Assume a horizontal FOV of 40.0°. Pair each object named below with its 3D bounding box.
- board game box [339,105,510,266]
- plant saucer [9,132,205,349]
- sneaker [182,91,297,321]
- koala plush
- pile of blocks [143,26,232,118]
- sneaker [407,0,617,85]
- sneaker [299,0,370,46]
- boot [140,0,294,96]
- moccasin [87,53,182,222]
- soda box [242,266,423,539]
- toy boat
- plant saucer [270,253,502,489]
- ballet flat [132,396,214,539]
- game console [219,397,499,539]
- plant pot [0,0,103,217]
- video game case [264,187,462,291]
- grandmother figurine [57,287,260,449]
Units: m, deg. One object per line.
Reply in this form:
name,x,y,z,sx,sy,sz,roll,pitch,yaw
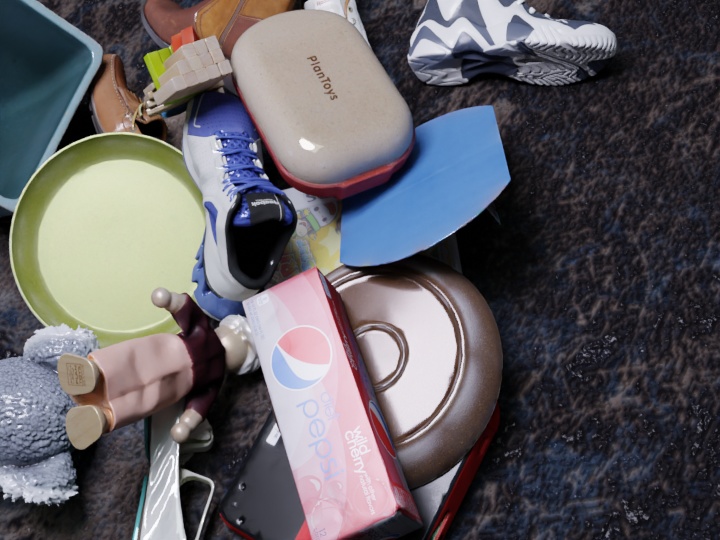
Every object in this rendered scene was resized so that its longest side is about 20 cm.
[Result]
board game box,0.058,-0.061,0.846,0.156,0.039,0.201,-27,30,17
plant saucer,-0.221,-0.025,0.915,0.196,0.031,0.204,0,85,-5
sneaker,-0.099,-0.065,0.863,0.079,0.115,0.203,2,76,-30
koala plush,-0.323,0.123,0.836,0.196,0.185,0.180,5,63,5
pile of blocks,-0.171,-0.185,0.920,0.081,0.200,0.063,-24,95,-8
sneaker,0.147,-0.250,0.945,0.196,0.079,0.132,-1,70,27
sneaker,-0.026,-0.220,0.977,0.072,0.085,0.202,-21,60,2
boot,-0.131,-0.299,0.989,0.188,0.068,0.202,39,121,29
moccasin,-0.222,-0.136,0.992,0.077,0.074,0.203,-22,59,0
soda box,-0.024,0.104,0.732,0.069,0.064,0.202,-25,61,7
toy boat,-0.039,-0.138,0.903,0.129,0.131,0.202,-20,62,-17
plant saucer,0.014,0.073,0.786,0.197,0.032,0.204,-7,64,16
ballet flat,-0.153,0.163,0.824,0.068,0.070,0.203,-7,64,12
game console,0.001,0.150,0.791,0.175,0.031,0.202,23,76,27
plant pot,-0.408,-0.167,0.984,0.199,0.194,0.199,-15,49,54
video game case,0.000,0.000,0.885,0.179,0.023,0.203,-12,60,9
grandmother figurine,-0.150,0.074,0.801,0.060,0.199,0.124,6,101,35
